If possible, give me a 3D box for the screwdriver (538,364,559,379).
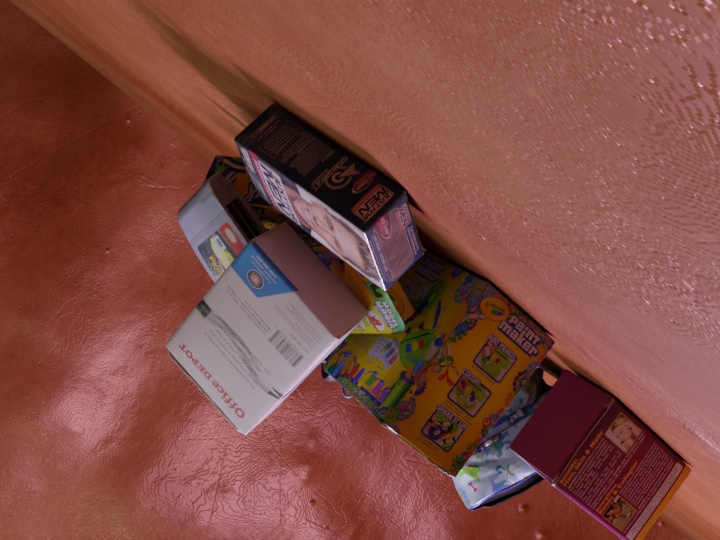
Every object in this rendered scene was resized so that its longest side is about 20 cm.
[{"bbox_3d":[0.248,0.134,1.573,0.199,0.028,0.029,36,-154,17],"label":"screwdriver"}]

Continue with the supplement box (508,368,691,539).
[{"bbox_3d":[0.307,0.241,1.451,0.200,0.131,0.103,40,176,-33],"label":"supplement box"}]

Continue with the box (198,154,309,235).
[{"bbox_3d":[-0.103,-0.091,1.386,0.198,0.065,0.070,11,160,40],"label":"box"}]

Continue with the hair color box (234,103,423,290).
[{"bbox_3d":[-0.033,-0.075,1.138,0.199,0.060,0.100,36,161,33],"label":"hair color box"}]

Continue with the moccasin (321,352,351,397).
[{"bbox_3d":[-0.032,0.114,1.500,0.199,0.069,0.080,36,179,-16],"label":"moccasin"}]

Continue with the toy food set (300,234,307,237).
[{"bbox_3d":[0.000,0.000,1.469,0.199,0.144,0.061,37,148,6],"label":"toy food set"}]

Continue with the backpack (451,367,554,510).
[{"bbox_3d":[0.210,0.234,1.611,0.148,0.199,0.183,57,-162,8],"label":"backpack"}]

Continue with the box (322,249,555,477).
[{"bbox_3d":[0.085,0.098,1.326,0.122,0.193,0.200,38,178,-25],"label":"box"}]

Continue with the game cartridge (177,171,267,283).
[{"bbox_3d":[-0.143,-0.012,1.384,0.201,0.041,0.133,55,151,-2],"label":"game cartridge"}]

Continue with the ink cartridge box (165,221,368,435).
[{"bbox_3d":[-0.110,0.068,1.299,0.145,0.200,0.084,47,-146,5],"label":"ink cartridge box"}]

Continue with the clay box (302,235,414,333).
[{"bbox_3d":[-0.017,0.015,1.323,0.199,0.048,0.116,-4,120,55],"label":"clay box"}]
